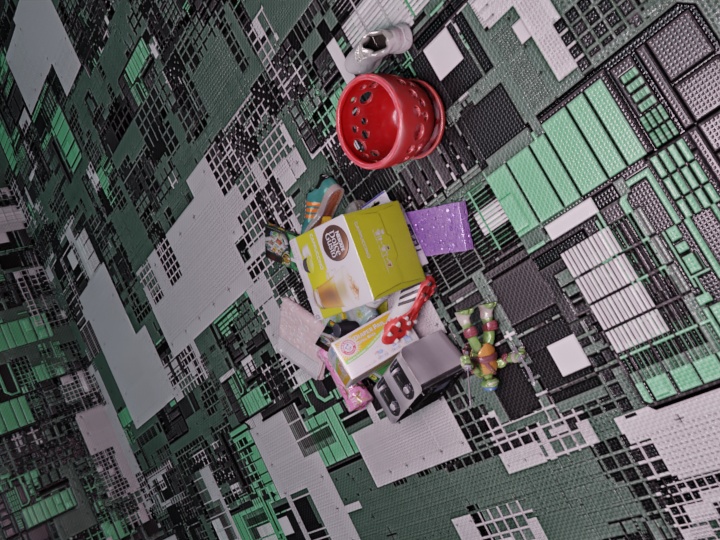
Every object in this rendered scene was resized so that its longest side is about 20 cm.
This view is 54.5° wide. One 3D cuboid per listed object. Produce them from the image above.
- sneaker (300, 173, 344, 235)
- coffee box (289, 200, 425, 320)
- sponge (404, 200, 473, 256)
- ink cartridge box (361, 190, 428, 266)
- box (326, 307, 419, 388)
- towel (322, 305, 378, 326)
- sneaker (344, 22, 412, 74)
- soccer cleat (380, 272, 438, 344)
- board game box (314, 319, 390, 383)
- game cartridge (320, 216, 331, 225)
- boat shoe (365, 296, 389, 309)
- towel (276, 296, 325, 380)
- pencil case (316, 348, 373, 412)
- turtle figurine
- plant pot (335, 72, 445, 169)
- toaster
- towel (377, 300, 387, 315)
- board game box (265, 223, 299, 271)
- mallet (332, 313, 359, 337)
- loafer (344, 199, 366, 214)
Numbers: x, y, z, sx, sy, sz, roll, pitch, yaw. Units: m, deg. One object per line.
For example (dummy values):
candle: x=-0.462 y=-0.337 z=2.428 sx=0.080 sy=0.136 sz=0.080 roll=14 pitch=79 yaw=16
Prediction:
sneaker: x=-0.114 y=-0.169 z=1.865 sx=0.080 sy=0.071 sz=0.201 roll=50 pitch=126 yaw=25
coffee box: x=-0.006 y=-0.024 z=1.607 sx=0.197 sy=0.199 sz=0.201 roll=-21 pitch=88 yaw=43
sponge: x=0.169 y=-0.092 z=1.633 sx=0.199 sy=0.030 sz=0.113 roll=-7 pitch=97 yaw=47
ink cartridge box: x=0.081 y=-0.086 z=1.675 sx=0.099 sy=0.039 sz=0.201 roll=-30 pitch=82 yaw=47
box: x=0.029 y=0.189 z=1.719 sx=0.102 sy=0.199 sz=0.113 roll=57 pitch=163 yaw=14
towel: x=-0.038 y=0.111 z=1.873 sx=0.172 sy=0.048 sz=0.201 roll=54 pitch=138 yaw=23
sneaker: x=0.019 y=-0.508 z=1.596 sx=0.199 sy=0.099 sz=0.079 roll=-19 pitch=89 yaw=46
soccer cleat: x=0.104 y=0.088 z=1.676 sx=0.085 sy=0.069 sz=0.201 roll=32 pitch=85 yaw=45
board game box: x=-0.017 y=0.215 z=1.849 sx=0.199 sy=0.024 sz=0.105 roll=32 pitch=133 yaw=0
game cartridge: x=-0.093 y=-0.019 z=1.806 sx=0.200 sy=0.032 sz=0.178 roll=108 pitch=159 yaw=-67
boat shoe: x=0.000 y=0.001 z=1.779 sx=0.065 sy=0.074 sz=0.203 roll=-39 pitch=76 yaw=32
towel: x=-0.172 y=0.202 z=2.063 sx=0.199 sy=0.032 sz=0.192 roll=31 pitch=122 yaw=34
pencil case: x=-0.043 y=0.293 z=1.928 sx=0.083 sy=0.086 sz=0.201 roll=-39 pitch=73 yaw=25
turtle figurine: x=0.287 y=0.172 z=1.524 sx=0.143 sy=0.200 sz=0.196 roll=-15 pitch=88 yaw=12
plant pot: x=0.072 y=-0.333 z=1.540 sx=0.199 sy=0.182 sz=0.202 roll=17 pitch=115 yaw=40
toaster: x=0.148 y=0.250 z=1.661 sx=0.119 sy=0.199 sz=0.181 roll=54 pitch=141 yaw=21
towel: x=0.035 y=0.052 z=1.819 sx=0.086 sy=0.018 sz=0.202 roll=12 pitch=111 yaw=43
board game box: x=-0.204 y=-0.061 z=2.005 sx=0.199 sy=0.023 sz=0.106 roll=23 pitch=117 yaw=39
mallet: x=-0.059 y=0.077 z=1.799 sx=0.041 sy=0.065 sz=0.202 roll=-27 pitch=78 yaw=53
loafer: x=0.018 y=-0.081 z=1.763 sx=0.070 sy=0.070 sz=0.201 roll=-40 pitch=66 yaw=49
